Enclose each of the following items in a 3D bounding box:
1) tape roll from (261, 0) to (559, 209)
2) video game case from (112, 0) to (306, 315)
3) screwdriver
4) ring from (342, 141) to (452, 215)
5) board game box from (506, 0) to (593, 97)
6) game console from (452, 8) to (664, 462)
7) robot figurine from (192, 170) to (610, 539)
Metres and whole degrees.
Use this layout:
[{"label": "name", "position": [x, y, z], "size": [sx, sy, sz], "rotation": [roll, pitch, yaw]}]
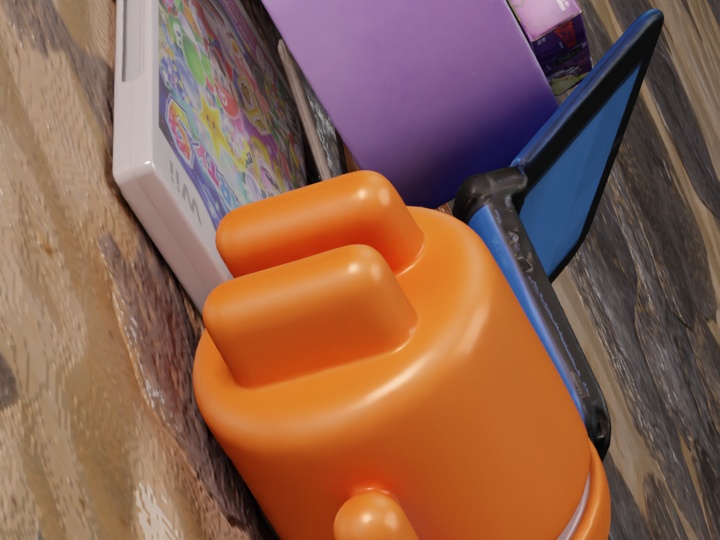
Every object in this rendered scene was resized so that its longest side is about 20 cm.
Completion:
[{"label": "tape roll", "position": [0.002, -0.124, 1.158], "size": [0.200, 0.085, 0.200], "rotation": [61, 2, -4]}, {"label": "video game case", "position": [-0.054, -0.049, 1.058], "size": [0.200, 0.018, 0.143], "rotation": [-95, 160, -50]}, {"label": "screwdriver", "position": [0.000, 0.000, 1.144], "size": [0.029, 0.028, 0.200], "rotation": [14, -57, 65]}, {"label": "ring", "position": [0.038, -0.004, 1.360], "size": [0.200, 0.019, 0.201], "rotation": [-20, 90, -77]}, {"label": "board game box", "position": [0.037, -0.172, 1.161], "size": [0.200, 0.032, 0.120], "rotation": [61, 7, 10]}, {"label": "game console", "position": [0.091, 0.023, 1.139], "size": [0.200, 0.118, 0.171], "rotation": [101, -32, -60]}, {"label": "robot figurine", "position": [0.018, 0.057, 0.967], "size": [0.144, 0.117, 0.200], "rotation": [34, -21, 52]}]
